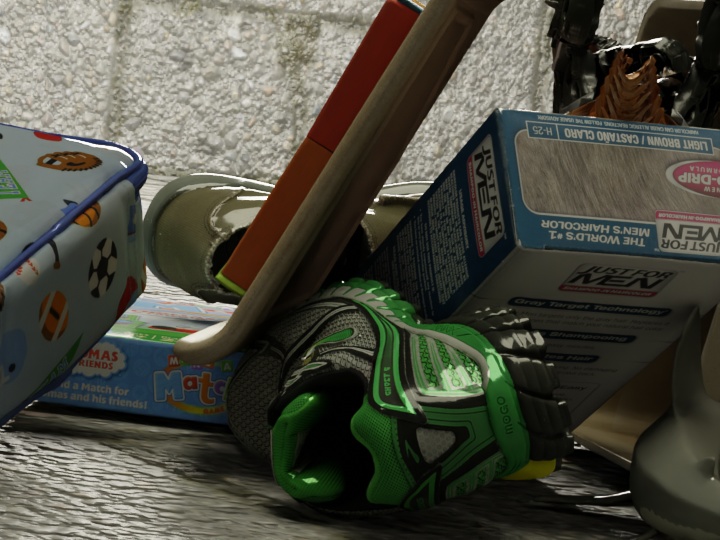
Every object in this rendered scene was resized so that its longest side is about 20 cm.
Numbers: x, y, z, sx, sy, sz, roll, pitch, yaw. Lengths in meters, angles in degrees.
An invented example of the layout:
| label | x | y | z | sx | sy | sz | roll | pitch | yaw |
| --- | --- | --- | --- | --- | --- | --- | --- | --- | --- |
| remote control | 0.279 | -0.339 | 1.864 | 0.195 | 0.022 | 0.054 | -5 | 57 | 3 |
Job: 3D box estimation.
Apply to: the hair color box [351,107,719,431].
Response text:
| label | x | y | z | sx | sy | sz | roll | pitch | yaw |
| --- | --- | --- | --- | --- | --- | --- | --- | --- | --- |
| hair color box | 0.061 | 0.011 | 1.164 | 0.099 | 0.061 | 0.200 | 4 | -26 | -22 |

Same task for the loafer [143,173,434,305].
| label | x | y | z | sx | sy | sz | roll | pitch | yaw |
| --- | --- | --- | --- | --- | --- | --- | --- | --- | --- |
| loafer | 0.000 | 0.000 | 1.382 | 0.199 | 0.076 | 0.070 | 2 | 17 | -20 |

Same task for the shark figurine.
| label | x | y | z | sx | sy | sz | roll | pitch | yaw |
| --- | --- | --- | --- | --- | --- | --- | --- | --- | --- |
| shark figurine | 0.130 | 0.059 | 1.090 | 0.127 | 0.090 | 0.214 | 5 | 2 | 3 |

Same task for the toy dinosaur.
| label | x | y | z | sx | sy | sz | roll | pitch | yaw |
| --- | --- | --- | --- | --- | --- | --- | --- | --- | --- |
| toy dinosaur | 0.116 | -0.070 | 1.197 | 0.102 | 0.137 | 0.200 | 12 | -1 | -15 |

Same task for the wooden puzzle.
| label | x | y | z | sx | sy | sz | roll | pitch | yaw |
| --- | --- | --- | --- | --- | --- | --- | --- | --- | --- |
| wooden puzzle | -0.002 | -0.050 | 1.212 | 0.037 | 0.200 | 0.185 | 37 | 6 | 4 |

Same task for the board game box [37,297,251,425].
| label | x | y | z | sx | sy | sz | roll | pitch | yaw |
| --- | --- | --- | --- | --- | --- | --- | --- | --- | --- |
| board game box | -0.062 | 0.042 | 1.358 | 0.150 | 0.037 | 0.200 | 7 | 3 | 3 |

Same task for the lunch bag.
| label | x | y | z | sx | sy | sz | roll | pitch | yaw |
| --- | --- | --- | --- | --- | --- | --- | --- | --- | --- |
| lunch bag | -0.184 | -0.002 | 1.168 | 0.159 | 0.076 | 0.200 | 14 | 26 | 21 |

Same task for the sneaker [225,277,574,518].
| label | x | y | z | sx | sy | sz | roll | pitch | yaw |
| --- | --- | --- | --- | --- | --- | --- | --- | --- | --- |
| sneaker | -0.007 | 0.048 | 1.093 | 0.085 | 0.078 | 0.200 | -16 | 4 | -24 |

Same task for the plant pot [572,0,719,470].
| label | x | y | z | sx | sy | sz | roll | pitch | yaw |
| --- | --- | --- | --- | --- | --- | --- | --- | --- | --- |
| plant pot | 0.205 | 0.005 | 1.304 | 0.176 | 0.201 | 0.200 | 17 | 1 | -15 |
